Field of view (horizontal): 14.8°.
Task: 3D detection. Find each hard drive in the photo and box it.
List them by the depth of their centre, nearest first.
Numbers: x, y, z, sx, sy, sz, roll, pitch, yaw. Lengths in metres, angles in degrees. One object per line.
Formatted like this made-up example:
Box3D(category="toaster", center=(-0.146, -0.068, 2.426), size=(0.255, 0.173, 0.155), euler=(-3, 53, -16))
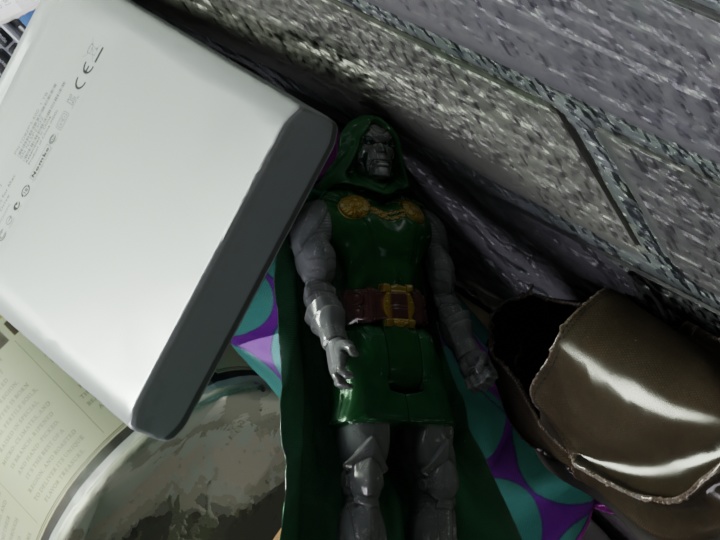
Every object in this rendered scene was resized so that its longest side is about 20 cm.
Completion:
Box3D(category="hard drive", center=(-0.096, -0.032, 1.072), size=(0.026, 0.132, 0.200), euler=(25, -175, -38))

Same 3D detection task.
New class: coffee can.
Box3D(category="coffee can", center=(-0.138, 0.048, 1.208), size=(0.200, 0.146, 0.146), euler=(42, 170, 30))

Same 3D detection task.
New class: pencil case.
Box3D(category="pencil case", center=(0.017, 0.036, 1.103), size=(0.092, 0.085, 0.200), euler=(-23, 120, 33))

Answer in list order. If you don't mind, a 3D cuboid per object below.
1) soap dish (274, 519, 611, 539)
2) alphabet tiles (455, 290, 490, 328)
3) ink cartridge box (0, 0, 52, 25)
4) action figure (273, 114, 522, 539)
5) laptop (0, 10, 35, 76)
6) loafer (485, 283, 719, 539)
Box3D(category="soap dish", center=(0.015, 0.146, 1.355), size=(0.157, 0.081, 0.200), euler=(44, 142, -11))
Box3D(category="alphabet tiles", center=(0.000, 0.000, 1.227), size=(0.200, 0.008, 0.167), euler=(34, 166, 29))
Box3D(category="ink cartridge box", center=(-0.239, -0.155, 1.188), size=(0.200, 0.050, 0.161), euler=(-21, 118, 34))
Box3D(category="action figure", center=(0.009, 0.039, 1.004), size=(0.118, 0.201, 0.055), euler=(4, 160, -32))
Box3D(category="laptop", center=(-0.228, -0.123, 1.248), size=(0.187, 0.200, 0.116), euler=(44, -159, -14))
Box3D(category="loafer", center=(0.092, 0.048, 0.960), size=(0.071, 0.073, 0.200), euler=(43, 168, -19))
